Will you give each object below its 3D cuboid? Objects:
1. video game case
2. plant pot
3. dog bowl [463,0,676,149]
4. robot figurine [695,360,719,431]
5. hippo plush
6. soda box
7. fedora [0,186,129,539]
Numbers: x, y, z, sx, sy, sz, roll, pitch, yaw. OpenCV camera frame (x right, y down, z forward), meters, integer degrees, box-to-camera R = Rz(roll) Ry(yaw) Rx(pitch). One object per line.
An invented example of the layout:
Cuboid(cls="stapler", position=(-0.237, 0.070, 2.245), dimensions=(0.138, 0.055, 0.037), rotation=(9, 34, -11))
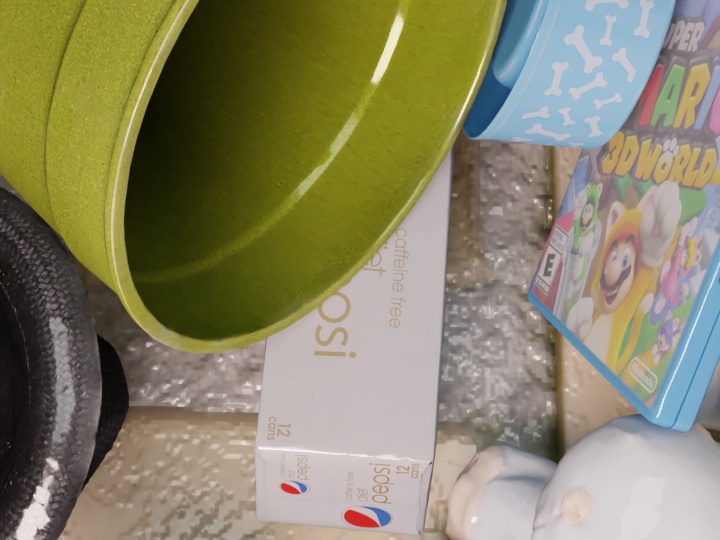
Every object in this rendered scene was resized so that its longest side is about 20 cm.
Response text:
Cuboid(cls="video game case", position=(0.121, -0.059, 0.732), dimensions=(0.018, 0.143, 0.200), rotation=(16, 102, -17))
Cuboid(cls="plant pot", position=(-0.082, -0.104, 0.736), dimensions=(0.193, 0.200, 0.200), rotation=(33, 72, 27))
Cuboid(cls="dog bowl", position=(0.091, -0.137, 0.783), dimensions=(0.049, 0.111, 0.200), rotation=(17, 71, -10))
Cuboid(cls="robot figurine", position=(0.177, -0.029, 0.753), dimensions=(0.169, 0.113, 0.200), rotation=(20, 95, 35))
Cuboid(cls="hippo plush", position=(0.090, 0.140, 0.736), dimensions=(0.159, 0.161, 0.200), rotation=(-19, 72, -8))
Cuboid(cls="soda box", position=(0.000, 0.000, 0.811), dimensions=(0.068, 0.064, 0.200), rotation=(4, 57, 0))
Cuboid(cls="fedora", position=(-0.161, 0.058, 0.776), dimensions=(0.200, 0.092, 0.201), rotation=(-5, 79, 28))
